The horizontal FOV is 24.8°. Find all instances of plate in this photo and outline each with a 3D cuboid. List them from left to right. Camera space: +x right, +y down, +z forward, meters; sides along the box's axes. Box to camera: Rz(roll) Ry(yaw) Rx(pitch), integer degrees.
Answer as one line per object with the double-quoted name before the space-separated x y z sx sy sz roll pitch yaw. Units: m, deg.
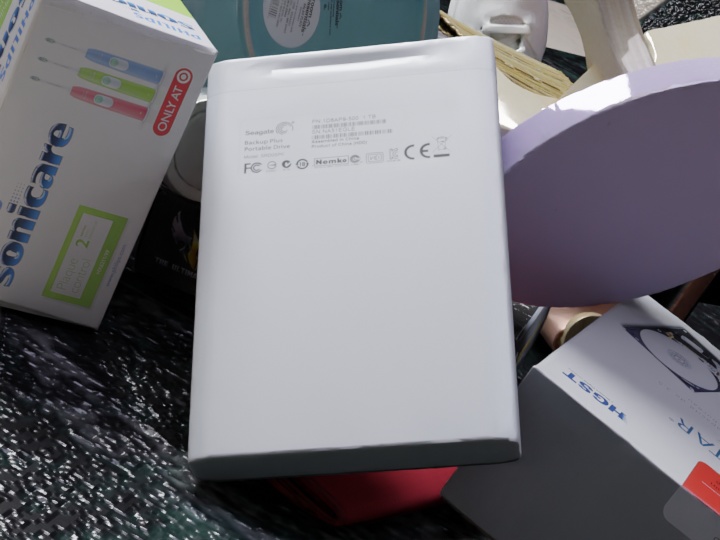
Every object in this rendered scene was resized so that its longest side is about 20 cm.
"plate" -0.018 -0.141 0.874 0.026 0.200 0.200 12 4 44

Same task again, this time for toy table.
"toy table" 0.122 -0.072 0.803 0.200 0.184 0.117 -4 41 -22

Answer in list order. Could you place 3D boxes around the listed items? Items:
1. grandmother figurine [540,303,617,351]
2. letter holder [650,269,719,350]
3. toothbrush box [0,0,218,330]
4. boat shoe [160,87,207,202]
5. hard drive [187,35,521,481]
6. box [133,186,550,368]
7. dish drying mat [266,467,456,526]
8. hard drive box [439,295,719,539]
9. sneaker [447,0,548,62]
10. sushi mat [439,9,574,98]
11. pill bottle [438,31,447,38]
"grandmother figurine" 0.117 0.001 1.056 0.121 0.061 0.200 29 15 -36
"letter holder" 0.265 0.028 1.035 0.142 0.101 0.200 35 6 3
"toothbrush box" -0.156 -0.087 0.787 0.086 0.146 0.200 17 19 -27
"boat shoe" -0.027 -0.061 0.836 0.200 0.073 0.062 2 10 -38
"hard drive" -0.003 -0.009 0.698 0.132 0.027 0.200 -5 58 7
"box" 0.000 0.000 0.881 0.200 0.048 0.158 23 17 10
"dish drying mat" 0.024 0.084 0.759 0.077 0.018 0.200 37 22 30
"hard drive box" 0.146 0.099 0.755 0.156 0.077 0.200 39 21 11
"sneaker" 0.098 -0.130 1.153 0.075 0.200 0.089 5 15 -9
"sushi mat" 0.113 -0.121 1.054 0.096 0.012 0.200 50 19 26
"pill bottle" 0.022 -0.120 1.111 0.114 0.114 0.200 16 21 -29
